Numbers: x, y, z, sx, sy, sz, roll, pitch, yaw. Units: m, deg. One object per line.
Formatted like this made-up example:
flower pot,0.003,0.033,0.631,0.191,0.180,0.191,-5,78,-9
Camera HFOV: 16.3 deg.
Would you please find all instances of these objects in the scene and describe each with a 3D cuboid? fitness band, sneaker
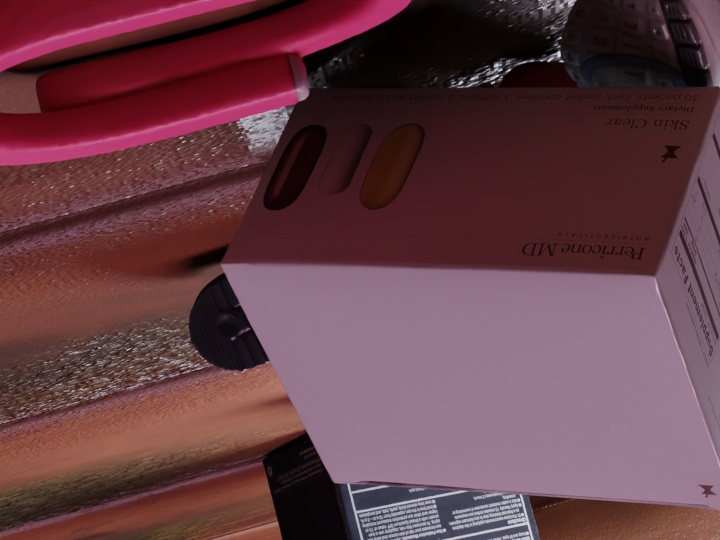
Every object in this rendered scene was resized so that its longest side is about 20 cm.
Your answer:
fitness band,-0.076,-0.086,0.949,0.199,0.038,0.144,-16,168,-4
sneaker,0.000,0.000,1.423,0.199,0.070,0.082,-14,-173,2
sneaker,0.146,-0.097,1.112,0.074,0.087,0.200,21,164,25

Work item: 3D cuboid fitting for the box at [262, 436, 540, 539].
box,0.043,0.233,2.204,0.199,0.199,0.123,-7,166,-32

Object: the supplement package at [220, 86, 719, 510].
supplement package,0.067,0.011,1.099,0.199,0.111,0.156,1,138,26

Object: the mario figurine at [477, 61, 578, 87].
mario figurine,0.052,-0.030,1.215,0.123,0.106,0.200,-7,167,-28
